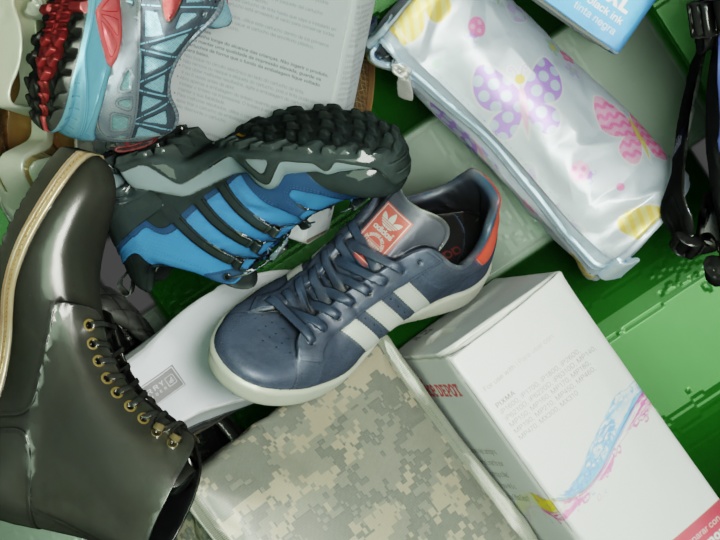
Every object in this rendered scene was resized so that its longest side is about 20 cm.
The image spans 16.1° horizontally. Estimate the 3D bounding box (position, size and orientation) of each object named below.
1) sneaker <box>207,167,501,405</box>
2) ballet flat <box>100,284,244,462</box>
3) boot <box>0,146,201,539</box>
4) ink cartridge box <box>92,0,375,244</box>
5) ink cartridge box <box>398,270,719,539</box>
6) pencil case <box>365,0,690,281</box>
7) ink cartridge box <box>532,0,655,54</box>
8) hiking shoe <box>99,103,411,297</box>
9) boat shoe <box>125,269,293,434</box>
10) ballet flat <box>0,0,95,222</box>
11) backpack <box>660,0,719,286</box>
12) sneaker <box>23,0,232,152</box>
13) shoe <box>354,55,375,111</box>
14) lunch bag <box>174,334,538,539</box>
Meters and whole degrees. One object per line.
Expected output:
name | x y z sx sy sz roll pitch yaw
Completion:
sneaker | 0.000 0.000 1.374 0.075 0.199 0.085 43 140 20
ballet flat | -0.112 0.093 1.471 0.066 0.057 0.200 -40 95 7
boot | -0.128 0.048 1.333 0.137 0.077 0.202 19 98 22
ink cartridge box | -0.092 -0.139 1.405 0.198 0.041 0.202 19 111 18
ink cartridge box | 0.117 0.105 1.417 0.085 0.148 0.201 -35 95 -11
pencil case | 0.093 -0.087 1.425 0.200 0.091 0.083 44 125 -6
ink cartridge box | 0.158 -0.225 1.379 0.084 0.145 0.201 34 97 -4
hiking shoe | -0.053 -0.036 1.361 0.199 0.074 0.087 -4 110 34
boat shoe | -0.101 0.061 1.423 0.199 0.057 0.069 -29 90 -12
ballet flat | -0.183 -0.081 1.402 0.067 0.064 0.202 4 106 23
backpack | 0.243 -0.120 1.349 0.153 0.192 0.201 4 139 4
sneaker | -0.111 -0.162 1.353 0.095 0.079 0.202 16 94 -31
shoe | -0.039 -0.154 1.445 0.070 0.053 0.202 -19 106 -36
lunch bag | 0.000 0.167 1.410 0.164 0.118 0.201 -35 85 -27
